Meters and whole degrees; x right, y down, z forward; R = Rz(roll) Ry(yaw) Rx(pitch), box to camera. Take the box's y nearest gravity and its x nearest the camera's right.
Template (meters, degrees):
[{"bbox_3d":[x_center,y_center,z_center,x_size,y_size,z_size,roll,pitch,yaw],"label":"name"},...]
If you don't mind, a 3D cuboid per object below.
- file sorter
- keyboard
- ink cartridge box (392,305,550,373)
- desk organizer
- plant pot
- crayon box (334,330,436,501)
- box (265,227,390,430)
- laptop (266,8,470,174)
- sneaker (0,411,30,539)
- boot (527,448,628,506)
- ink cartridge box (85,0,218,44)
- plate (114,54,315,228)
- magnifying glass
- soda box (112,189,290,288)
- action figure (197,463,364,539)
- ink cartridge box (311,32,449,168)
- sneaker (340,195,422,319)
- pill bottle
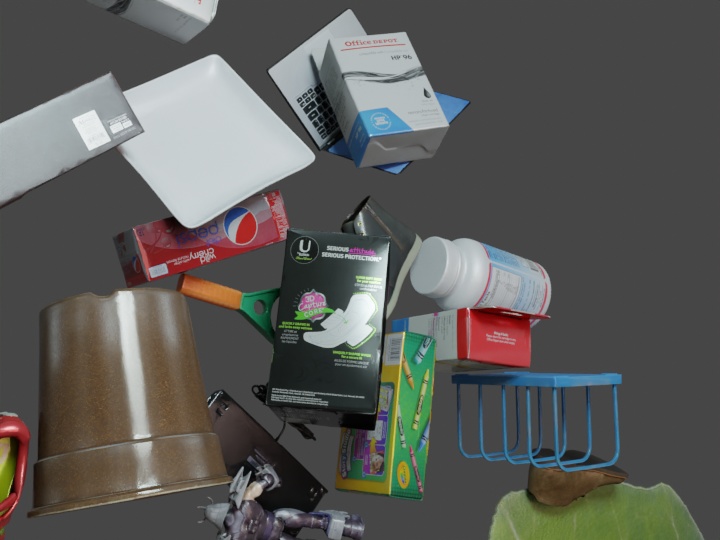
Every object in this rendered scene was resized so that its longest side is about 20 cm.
[{"bbox_3d":[0.244,0.206,1.183,0.137,0.199,0.125,4,83,-35],"label":"file sorter"},{"bbox_3d":[-0.113,0.218,1.025,0.200,0.021,0.127,49,63,-21],"label":"keyboard"},{"bbox_3d":[0.145,0.095,1.124,0.115,0.199,0.068,10,76,-34],"label":"ink cartridge box"},{"bbox_3d":[-0.335,-0.125,0.876,0.199,0.077,0.072,-36,103,-31],"label":"desk organizer"},{"bbox_3d":[-0.240,0.132,0.852,0.198,0.200,0.201,0,73,-36],"label":"plant pot"},{"bbox_3d":[0.032,0.184,1.076,0.058,0.118,0.203,15,74,-33],"label":"crayon box"},{"bbox_3d":[-0.032,0.072,0.982,0.122,0.149,0.203,5,73,3],"label":"box"},{"bbox_3d":[0.014,-0.248,1.141,0.187,0.115,0.201,-46,109,-33],"label":"laptop"},{"bbox_3d":[-0.364,0.233,0.795,0.076,0.085,0.203,19,71,-32],"label":"sneaker"},{"bbox_3d":[0.337,0.327,1.321,0.198,0.073,0.076,11,94,-30],"label":"boot"},{"bbox_3d":[-0.264,-0.377,0.976,0.198,0.085,0.148,19,72,-34],"label":"ink cartridge box"},{"bbox_3d":[-0.185,-0.150,0.985,0.199,0.032,0.200,-34,72,-35],"label":"plate"},{"bbox_3d":[-0.134,0.044,1.041,0.198,0.022,0.081,21,70,-34],"label":"magnifying glass"},{"bbox_3d":[-0.181,-0.039,0.987,0.198,0.070,0.064,-19,93,-37],"label":"soda box"},{"bbox_3d":[-0.099,0.301,0.982,0.198,0.069,0.132,20,91,-22],"label":"action figure"},{"bbox_3d":[0.020,-0.239,1.090,0.115,0.068,0.202,-11,64,-22],"label":"ink cartridge box"},{"bbox_3d":[0.000,0.000,1.122,0.106,0.075,0.201,41,52,-18],"label":"sneaker"},{"bbox_3d":[0.172,0.017,1.216,0.198,0.108,0.110,17,72,-33],"label":"pill bottle"}]
